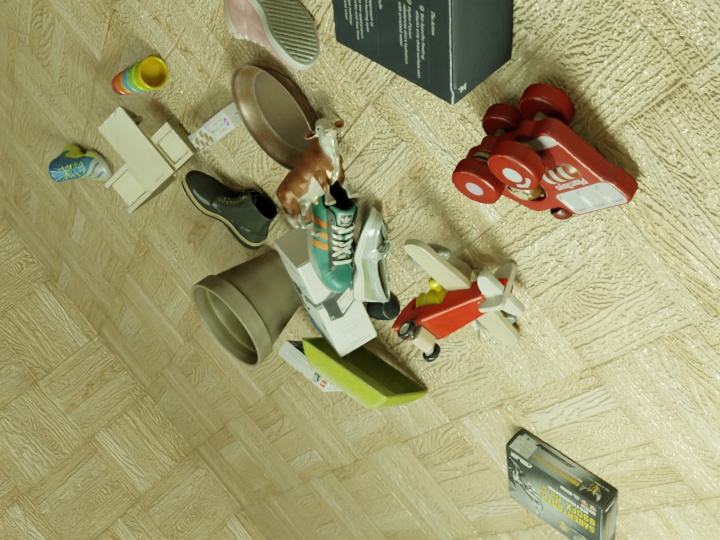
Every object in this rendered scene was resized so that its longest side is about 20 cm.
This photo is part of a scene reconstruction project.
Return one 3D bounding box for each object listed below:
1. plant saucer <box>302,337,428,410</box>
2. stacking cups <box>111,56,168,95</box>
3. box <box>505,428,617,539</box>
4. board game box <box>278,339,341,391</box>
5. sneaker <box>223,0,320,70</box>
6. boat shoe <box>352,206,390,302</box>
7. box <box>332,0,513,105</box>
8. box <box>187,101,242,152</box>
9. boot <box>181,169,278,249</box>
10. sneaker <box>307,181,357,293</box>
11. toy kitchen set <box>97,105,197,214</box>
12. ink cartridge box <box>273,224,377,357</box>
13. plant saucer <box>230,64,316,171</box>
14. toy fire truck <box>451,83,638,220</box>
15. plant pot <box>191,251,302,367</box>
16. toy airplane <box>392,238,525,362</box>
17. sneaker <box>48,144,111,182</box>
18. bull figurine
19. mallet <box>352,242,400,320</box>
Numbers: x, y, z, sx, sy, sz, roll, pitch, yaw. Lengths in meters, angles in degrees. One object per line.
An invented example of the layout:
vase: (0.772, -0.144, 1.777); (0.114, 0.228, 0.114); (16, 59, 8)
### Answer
plant saucer: (0.002, 0.193, 1.957); (0.199, 0.048, 0.199); (33, -169, 24)
stacking cups: (-0.430, -0.371, 2.056); (0.199, 0.060, 0.061); (9, 133, 58)
box: (0.337, 0.376, 1.811); (0.199, 0.048, 0.160); (32, 148, 33)
board game box: (-0.058, 0.184, 2.070); (0.126, 0.035, 0.199); (36, -168, 25)
sneaker: (-0.134, -0.357, 1.572); (0.201, 0.075, 0.105); (54, 151, 11)
boat shoe: (0.024, -0.022, 1.767); (0.064, 0.075, 0.204); (9, 135, 4)
box: (0.068, -0.333, 1.233); (0.199, 0.117, 0.198); (35, 150, 30)
box: (-0.258, -0.259, 1.939); (0.039, 0.041, 0.199); (54, 155, -10)
boot: (-0.242, -0.143, 2.042); (0.199, 0.078, 0.138); (37, 150, -3)
sneaker: (-0.042, -0.066, 1.749); (0.080, 0.071, 0.203); (-15, 86, 54)
toy kitchen set: (-0.422, -0.259, 2.168); (0.199, 0.181, 0.164); (-38, 97, 24)
ink cartridge box: (-0.064, 0.031, 1.916); (0.202, 0.083, 0.145); (66, 169, -29)
plant saucer: (-0.132, -0.254, 1.749); (0.200, 0.037, 0.202); (38, 151, 25)
toy fire truck: (0.219, -0.120, 1.302); (0.167, 0.113, 0.199); (37, 159, -16)
plant pot: (-0.207, 0.059, 2.122); (0.199, 0.173, 0.201); (36, 151, 24)
toy airplane: (0.150, 0.032, 1.590); (0.196, 0.142, 0.202); (6, 134, 2)
sneaker: (-0.677, -0.236, 2.563); (0.199, 0.105, 0.076); (20, 142, 47)
bull figurine: (-0.067, -0.144, 1.677); (0.200, 0.064, 0.123); (-47, 60, 47)
mallet: (0.000, 0.000, 1.878); (0.201, 0.041, 0.066); (59, 155, -6)
